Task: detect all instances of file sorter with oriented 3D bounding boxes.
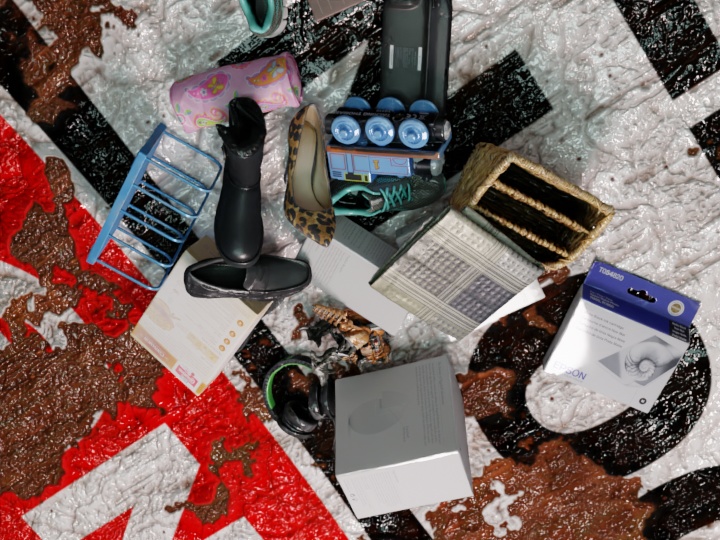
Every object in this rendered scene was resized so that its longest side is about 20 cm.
[{"bbox_3d":[-0.313,-0.093,1.649,0.121,0.139,0.202,29,113,-9],"label":"file sorter"}]

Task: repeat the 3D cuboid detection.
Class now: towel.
[{"bbox_3d":[0.139,0.003,1.580,0.198,0.035,0.192,31,124,-27],"label":"towel"}]

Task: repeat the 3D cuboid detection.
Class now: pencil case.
[{"bbox_3d":[-0.185,-0.263,1.595,0.196,0.088,0.089,-13,112,11],"label":"pencil case"}]

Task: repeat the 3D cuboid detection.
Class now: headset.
[{"bbox_3d":[-0.085,0.240,1.797,0.123,0.094,0.201,-37,94,19],"label":"headset"}]

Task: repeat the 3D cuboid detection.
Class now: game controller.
[{"bbox_3d":[0.080,-0.315,1.579,0.102,0.042,0.204,10,114,17],"label":"game controller"}]

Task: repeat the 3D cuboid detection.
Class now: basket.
[{"bbox_3d":[0.240,-0.079,1.567,0.198,0.149,0.145,26,95,-19],"label":"basket"}]

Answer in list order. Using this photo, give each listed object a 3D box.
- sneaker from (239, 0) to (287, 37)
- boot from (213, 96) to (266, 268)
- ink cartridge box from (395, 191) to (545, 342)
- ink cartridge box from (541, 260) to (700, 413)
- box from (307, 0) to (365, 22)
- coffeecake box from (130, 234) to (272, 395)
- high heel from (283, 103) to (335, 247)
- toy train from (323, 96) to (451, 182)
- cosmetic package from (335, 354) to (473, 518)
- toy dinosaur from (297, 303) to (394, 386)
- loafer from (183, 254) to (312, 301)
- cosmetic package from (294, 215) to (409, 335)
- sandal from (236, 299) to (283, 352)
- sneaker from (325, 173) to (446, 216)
[{"bbox_3d":[-0.146,-0.424,1.508,0.076,0.092,0.204,-10,112,8],"label":"sneaker"},{"bbox_3d":[-0.175,-0.128,1.551,0.075,0.204,0.169,2,155,-5],"label":"boot"},{"bbox_3d":[0.173,-0.010,1.694,0.171,0.044,0.202,-26,108,12],"label":"ink cartridge box"},{"bbox_3d":[0.421,0.110,1.725,0.196,0.041,0.203,21,113,-4],"label":"ink cartridge box"},{"bbox_3d":[0.009,-0.438,1.508,0.197,0.075,0.101,-21,110,12],"label":"box"},{"bbox_3d":[-0.255,0.074,1.720,0.153,0.073,0.201,41,119,2],"label":"coffeecake box"},{"bbox_3d":[-0.069,-0.142,1.569,0.070,0.202,0.144,-2,132,-23],"label":"high heel"},{"bbox_3d":[0.040,-0.189,1.582,0.196,0.087,0.116,6,128,19],"label":"toy train"},{"bbox_3d":[0.069,0.266,1.724,0.196,0.201,0.124,-14,131,12],"label":"cosmetic package"},{"bbox_3d":[-0.023,0.102,1.721,0.134,0.103,0.201,-23,121,19],"label":"toy dinosaur"},{"bbox_3d":[-0.168,0.010,1.616,0.196,0.070,0.070,-3,75,-12],"label":"loafer"},{"bbox_3d":[0.000,0.000,1.674,0.198,0.074,0.102,32,127,-1],"label":"cosmetic package"},{"bbox_3d":[-0.178,0.053,1.754,0.075,0.048,0.201,39,125,-3],"label":"sandal"},{"bbox_3d":[0.034,-0.112,1.635,0.196,0.092,0.079,-7,114,8],"label":"sneaker"}]
